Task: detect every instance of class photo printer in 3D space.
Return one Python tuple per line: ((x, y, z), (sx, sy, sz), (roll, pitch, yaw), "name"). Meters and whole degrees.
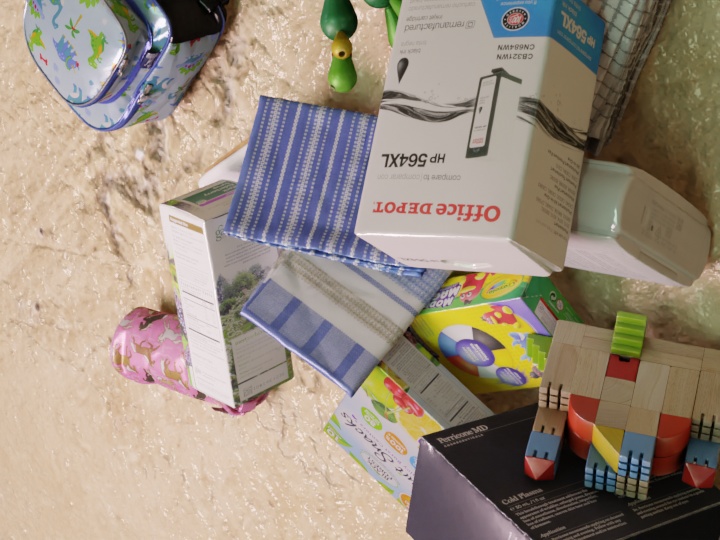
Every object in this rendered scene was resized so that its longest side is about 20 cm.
((0.164, -0.046, 1.200), (0.198, 0.166, 0.070), (11, 82, 40), "photo printer")

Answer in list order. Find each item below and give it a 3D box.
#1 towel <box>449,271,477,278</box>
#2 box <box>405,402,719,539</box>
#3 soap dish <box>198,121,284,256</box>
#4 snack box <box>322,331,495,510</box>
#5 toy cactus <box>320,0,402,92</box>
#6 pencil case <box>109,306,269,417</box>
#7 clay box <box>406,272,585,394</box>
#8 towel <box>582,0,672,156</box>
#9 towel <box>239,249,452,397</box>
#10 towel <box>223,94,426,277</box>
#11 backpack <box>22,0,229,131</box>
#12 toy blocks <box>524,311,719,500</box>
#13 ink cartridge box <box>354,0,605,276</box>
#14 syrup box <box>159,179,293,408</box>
((0.060, -0.041, 1.398), (0.199, 0.018, 0.087), (23, 126, 34), "towel")
((0.172, 0.206, 1.238), (0.182, 0.198, 0.105), (41, 132, 45), "box")
((-0.068, -0.037, 1.455), (0.157, 0.081, 0.202), (-25, 90, 55), "soap dish")
((0.049, 0.153, 1.399), (0.142, 0.053, 0.200), (44, 153, 7), "snack box")
((0.007, -0.265, 1.296), (0.164, 0.102, 0.202), (37, 121, 21), "toy cactus")
((-0.191, 0.100, 1.639), (0.198, 0.087, 0.083), (14, 148, 38), "pencil case")
((0.106, 0.059, 1.340), (0.199, 0.048, 0.115), (-13, 129, 44), "clay box")
((0.157, -0.205, 1.193), (0.165, 0.085, 0.202), (33, 130, 20), "towel")
((0.000, 0.000, 1.341), (0.146, 0.201, 0.024), (33, 166, 23), "towel")
((-0.017, -0.080, 1.341), (0.197, 0.024, 0.147), (11, 74, 12), "towel")
((-0.257, -0.247, 1.511), (0.184, 0.146, 0.200), (52, 136, 16), "backpack")
((0.219, 0.120, 1.194), (0.197, 0.138, 0.101), (10, 139, 14), "toy blocks")
((0.091, -0.107, 1.113), (0.145, 0.084, 0.203), (3, 75, 36), "ink cartridge box")
((-0.129, 0.021, 1.430), (0.081, 0.078, 0.202), (19, 124, 46), "syrup box")
